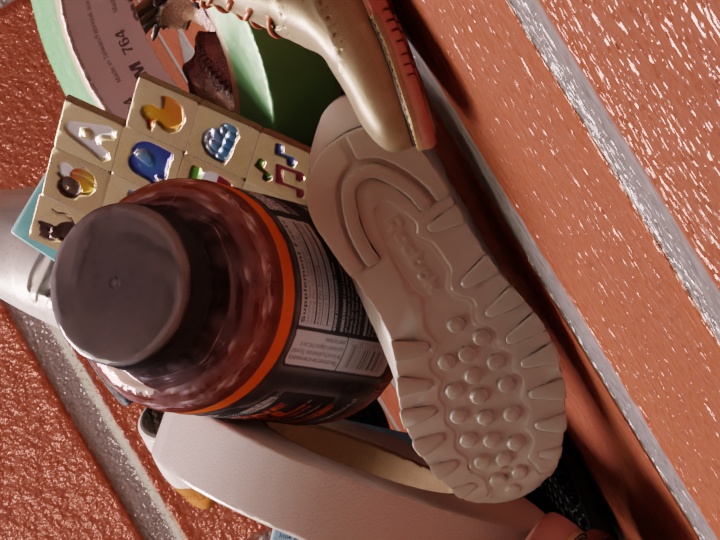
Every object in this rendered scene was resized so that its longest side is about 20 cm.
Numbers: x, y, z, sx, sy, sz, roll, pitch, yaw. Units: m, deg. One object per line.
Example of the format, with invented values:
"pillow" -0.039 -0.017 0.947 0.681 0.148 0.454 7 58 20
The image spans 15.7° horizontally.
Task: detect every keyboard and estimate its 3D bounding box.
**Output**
"keyboard" 0.086 0.102 1.446 0.104 0.039 0.200 62 175 -25

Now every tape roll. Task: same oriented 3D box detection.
"tape roll" -0.094 -0.124 1.345 0.200 0.048 0.201 34 140 33
"tape roll" -0.005 0.106 1.286 0.202 0.037 0.203 19 -177 -1

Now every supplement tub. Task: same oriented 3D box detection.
"supplement tub" -0.062 0.015 1.202 0.107 0.107 0.200 57 -161 20

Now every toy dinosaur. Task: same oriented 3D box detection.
"toy dinosaur" -0.071 -0.110 1.448 0.136 0.086 0.200 58 178 -20

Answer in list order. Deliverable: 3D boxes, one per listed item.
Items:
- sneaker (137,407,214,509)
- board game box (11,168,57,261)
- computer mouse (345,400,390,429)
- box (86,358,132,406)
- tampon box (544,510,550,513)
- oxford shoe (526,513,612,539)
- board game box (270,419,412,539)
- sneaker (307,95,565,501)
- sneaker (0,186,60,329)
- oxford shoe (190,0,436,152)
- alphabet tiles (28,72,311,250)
"sneaker" -0.045 0.071 1.623 0.073 0.200 0.085 31 151 51
"board game box" -0.084 0.001 1.454 0.199 0.047 0.151 33 -166 -1
"computer mouse" -0.004 0.144 1.583 0.140 0.046 0.201 -171 75 -82
"box" -0.099 -0.020 1.626 0.105 0.199 0.148 59 176 -12
"tampon box" 0.097 0.232 1.594 0.150 0.126 0.200 59 175 1
"oxford shoe" 0.119 0.167 1.242 0.074 0.071 0.200 26 178 18
"board game box" -0.006 0.193 1.409 0.103 0.104 0.201 99 -177 -51
"sneaker" 0.036 0.012 1.186 0.081 0.076 0.201 -108 -4 -70
"sneaker" -0.145 0.012 1.503 0.199 0.077 0.081 24 -169 -7
"oxford shoe" -0.036 -0.121 1.101 0.200 0.074 0.071 57 175 22
"alphabet tiles" -0.070 -0.012 1.330 0.199 0.006 0.167 24 133 4
